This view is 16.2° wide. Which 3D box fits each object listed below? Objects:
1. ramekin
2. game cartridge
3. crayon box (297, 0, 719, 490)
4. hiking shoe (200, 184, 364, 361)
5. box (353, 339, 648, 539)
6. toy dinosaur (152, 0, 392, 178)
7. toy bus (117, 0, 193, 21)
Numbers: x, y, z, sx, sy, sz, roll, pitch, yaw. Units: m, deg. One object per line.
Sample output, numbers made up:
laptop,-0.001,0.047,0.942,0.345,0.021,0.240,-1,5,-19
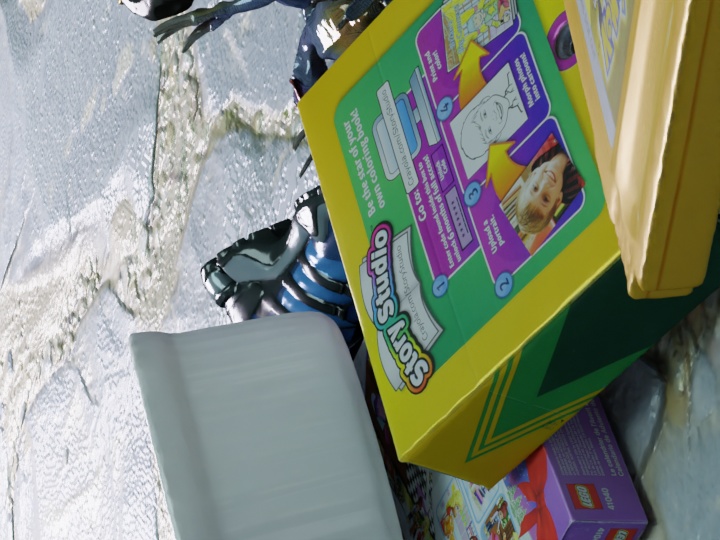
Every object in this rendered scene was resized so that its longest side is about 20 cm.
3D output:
ramekin,-0.038,0.115,1.169,0.200,0.097,0.202,166,90,-85
game cartridge,0.098,-0.114,0.876,0.177,0.032,0.201,92,174,-50
crayon box,0.064,-0.042,1.043,0.173,0.058,0.201,-45,44,33
hiking shoe,0.000,0.000,1.237,0.200,0.074,0.087,-32,84,57
box,0.055,0.076,1.116,0.137,0.039,0.201,115,148,-41
toy dinosaur,0.006,-0.112,1.248,0.182,0.199,0.106,-79,-35,-81
toy bus,-0.071,-0.238,1.240,0.200,0.135,0.193,-17,99,62
